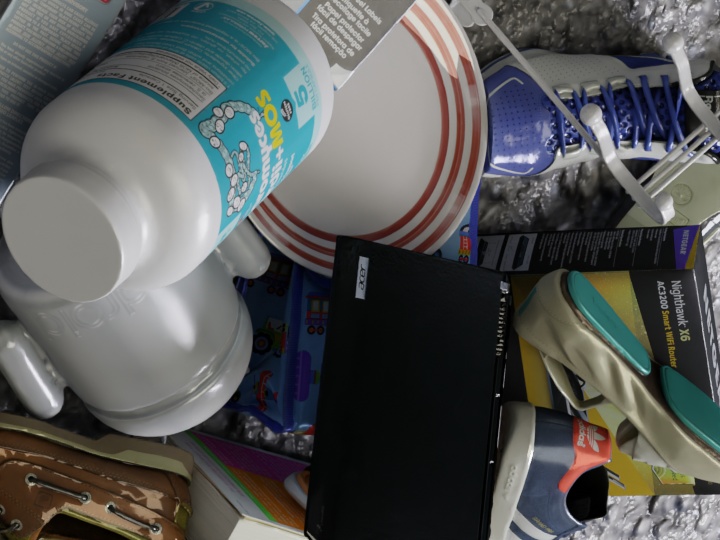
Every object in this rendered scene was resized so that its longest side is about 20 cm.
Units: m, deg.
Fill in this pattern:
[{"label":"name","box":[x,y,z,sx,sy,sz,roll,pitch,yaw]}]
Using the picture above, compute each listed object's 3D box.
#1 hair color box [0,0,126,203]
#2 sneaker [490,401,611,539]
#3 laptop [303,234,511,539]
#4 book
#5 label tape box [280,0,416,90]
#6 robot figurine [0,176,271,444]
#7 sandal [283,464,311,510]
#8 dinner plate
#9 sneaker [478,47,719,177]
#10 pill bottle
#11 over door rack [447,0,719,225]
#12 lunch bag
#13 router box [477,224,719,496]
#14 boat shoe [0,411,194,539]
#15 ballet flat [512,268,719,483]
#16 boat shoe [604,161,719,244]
[{"label":"hair color box","box":[-0.204,-0.103,1.056,0.061,0.099,0.201,30,94,-39]},{"label":"sneaker","box":[0.123,0.165,1.375,0.084,0.075,0.200,8,145,-3]},{"label":"laptop","box":[0.034,0.088,1.217,0.103,0.200,0.178,6,81,5]},{"label":"book","box":[-0.040,0.158,1.283,0.199,0.134,0.048,21,106,-39]},{"label":"label tape box","box":[-0.006,-0.225,1.131,0.143,0.066,0.200,43,88,-24]},{"label":"robot figurine","box":[-0.134,0.017,1.157,0.169,0.113,0.200,-33,129,-1]},{"label":"sandal","box":[0.024,0.140,1.288,0.059,0.079,0.206,-57,151,9]},{"label":"dinner plate","box":[-0.007,-0.094,1.211,0.199,0.024,0.201,3,84,-34]},{"label":"sneaker","box":[0.173,-0.107,1.294,0.198,0.115,0.081,-9,100,-30]},{"label":"pill bottle","box":[-0.102,-0.063,1.039,0.200,0.110,0.111,-49,141,-49]},{"label":"over door rack","box":[0.169,-0.148,1.231,0.148,0.200,0.067,-40,166,-10]},{"label":"lunch bag","box":[0.000,0.000,1.274,0.150,0.094,0.201,6,95,-38]},{"label":"router box","box":[0.165,0.065,1.370,0.052,0.156,0.201,-70,151,-50]},{"label":"boat shoe","box":[-0.193,0.127,1.161,0.199,0.072,0.068,9,67,-14]},{"label":"ballet flat","box":[0.175,0.081,1.300,0.200,0.069,0.069,45,84,-12]},{"label":"boat shoe","box":[0.228,-0.048,1.412,0.200,0.071,0.063,-50,173,-6]}]
